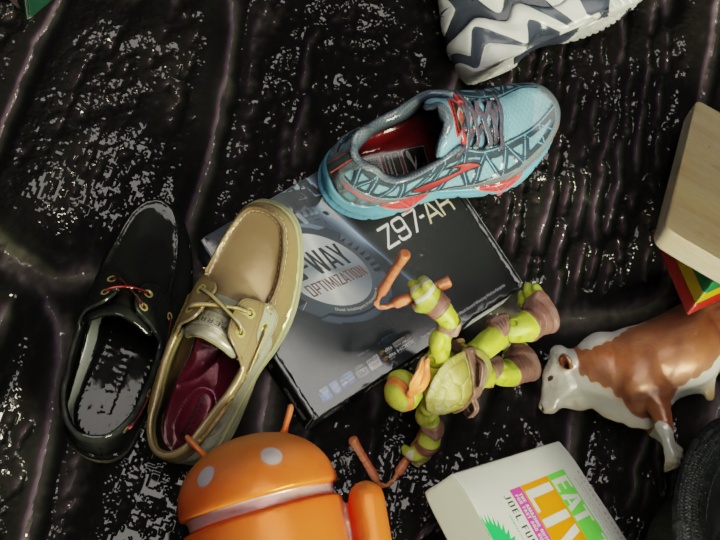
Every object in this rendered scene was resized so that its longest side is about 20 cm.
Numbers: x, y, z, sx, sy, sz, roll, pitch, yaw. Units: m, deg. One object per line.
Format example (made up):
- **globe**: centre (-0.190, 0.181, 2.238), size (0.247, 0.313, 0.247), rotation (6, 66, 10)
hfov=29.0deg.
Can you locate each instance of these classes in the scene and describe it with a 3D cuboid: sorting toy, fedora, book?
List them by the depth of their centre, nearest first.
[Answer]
- **book**: centre (0.125, 0.192, 0.958), size (0.048, 0.199, 0.135), rotation (-35, 75, 23)
- **fedora**: centre (0.264, 0.209, 0.999), size (0.199, 0.091, 0.203), rotation (19, 56, -30)
- **sorting toy**: centre (0.315, -0.012, 1.072), size (0.199, 0.070, 0.199), rotation (30, 39, 0)

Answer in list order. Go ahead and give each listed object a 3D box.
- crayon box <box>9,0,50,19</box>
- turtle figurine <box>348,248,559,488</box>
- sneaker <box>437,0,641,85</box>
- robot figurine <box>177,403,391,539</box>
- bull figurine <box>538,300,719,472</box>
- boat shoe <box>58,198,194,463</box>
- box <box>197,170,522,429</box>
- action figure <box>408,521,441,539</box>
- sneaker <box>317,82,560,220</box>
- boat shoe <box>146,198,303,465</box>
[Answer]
- **crayon box**: centre (-0.239, -0.314, 1.112), size (0.127, 0.051, 0.200), rotation (42, 70, 4)
- **turtle figurine**: centre (0.073, 0.063, 1.003), size (0.160, 0.202, 0.064), rotation (-21, 36, -35)
- **sneaker**: centre (0.145, -0.249, 1.146), size (0.197, 0.079, 0.131), rotation (-25, 87, -6)
- **robot figurine**: centre (-0.059, 0.197, 0.932), size (0.116, 0.143, 0.202), rotation (-4, 73, -41)
- **bull figurine**: centre (0.236, 0.082, 1.071), size (0.198, 0.065, 0.122), rotation (-25, 81, -16)
- **boat shoe**: centre (-0.167, 0.037, 1.013), size (0.073, 0.063, 0.204), rotation (14, 69, -1)
- **box**: centre (0.000, 0.000, 1.063), size (0.199, 0.044, 0.161), rotation (-30, 81, -17)
- **action figure**: centre (0.060, 0.258, 0.968), size (0.119, 0.102, 0.200), rotation (-42, 49, 0)
- **sneaker**: centre (0.069, -0.094, 1.030), size (0.198, 0.096, 0.080), rotation (-22, 79, -16)
- **boat shoe**: centre (-0.096, 0.046, 0.983), size (0.073, 0.066, 0.202), rotation (19, 93, 13)
